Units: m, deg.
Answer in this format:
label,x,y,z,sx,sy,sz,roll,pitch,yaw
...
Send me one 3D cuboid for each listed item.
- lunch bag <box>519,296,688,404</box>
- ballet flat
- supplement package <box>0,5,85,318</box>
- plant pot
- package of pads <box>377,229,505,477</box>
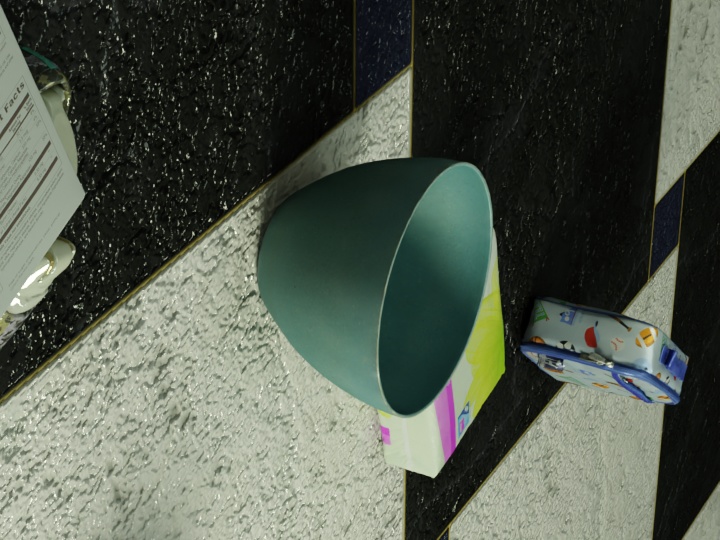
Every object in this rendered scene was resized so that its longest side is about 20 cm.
label,x,y,z,sx,sy,sz,roll,pitch,yaw
lunch bag,0.263,0.088,2.234,0.200,0.160,0.076,30,76,-66
ballet flat,-0.202,-0.033,1.260,0.072,0.072,0.201,-26,128,-59
supplement package,-0.257,-0.064,1.016,0.151,0.152,0.200,-60,152,-29
plant pot,0.000,0.000,1.638,0.200,0.135,0.200,-45,142,-50
package of pads,0.071,0.063,1.913,0.155,0.068,0.200,-54,149,-39
